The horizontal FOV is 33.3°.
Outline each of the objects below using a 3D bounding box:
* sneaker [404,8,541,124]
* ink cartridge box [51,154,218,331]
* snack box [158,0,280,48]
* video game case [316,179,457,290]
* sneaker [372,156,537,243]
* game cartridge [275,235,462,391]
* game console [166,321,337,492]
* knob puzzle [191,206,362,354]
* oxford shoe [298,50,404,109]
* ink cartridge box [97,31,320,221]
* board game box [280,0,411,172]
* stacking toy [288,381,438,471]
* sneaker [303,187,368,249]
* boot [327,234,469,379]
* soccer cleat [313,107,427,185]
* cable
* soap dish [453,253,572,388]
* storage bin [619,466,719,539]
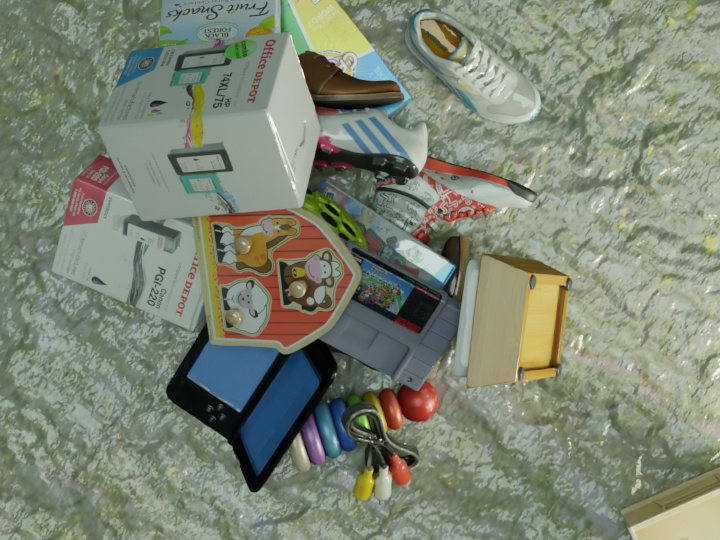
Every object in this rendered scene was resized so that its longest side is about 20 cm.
[{"bbox_3d":[0.140,-0.252,1.508,0.200,0.081,0.077,35,91,-1],"label":"sneaker"},{"bbox_3d":[-0.267,-0.033,1.504,0.200,0.085,0.146,22,118,0],"label":"ink cartridge box"},{"bbox_3d":[-0.170,-0.322,1.479,0.142,0.053,0.200,-5,55,3],"label":"snack box"},{"bbox_3d":[0.000,0.000,1.501,0.200,0.018,0.143,34,96,10],"label":"video game case"},{"bbox_3d":[0.114,-0.080,1.523,0.201,0.067,0.108,16,93,5],"label":"sneaker"},{"bbox_3d":[0.014,0.048,1.442,0.200,0.038,0.130,28,118,-7],"label":"game cartridge"},{"bbox_3d":[-0.140,0.137,1.495,0.176,0.116,0.200,34,104,1],"label":"game console"},{"bbox_3d":[-0.098,0.007,1.411,0.219,0.030,0.220,4,108,14],"label":"knob puzzle"},{"bbox_3d":[-0.044,-0.235,1.481,0.200,0.071,0.071,5,87,3],"label":"oxford shoe"},{"bbox_3d":[-0.165,-0.163,1.376,0.200,0.147,0.146,-4,135,15],"label":"ink cartridge box"},{"bbox_3d":[-0.054,-0.251,1.534,0.153,0.040,0.200,-38,90,3],"label":"board game box"},{"bbox_3d":[0.003,0.189,1.530,0.200,0.085,0.086,-16,91,-2],"label":"stacking toy"},{"bbox_3d":[-0.076,-0.056,1.473,0.200,0.074,0.084,35,120,-1],"label":"sneaker"},{"bbox_3d":[0.040,0.032,1.523,0.166,0.072,0.200,18,96,-1],"label":"boot"},{"bbox_3d":[-0.012,-0.167,1.489,0.200,0.070,0.086,16,65,8],"label":"soccer cleat"},{"bbox_3d":[0.030,0.225,1.492,0.097,0.200,0.050,-19,54,-8],"label":"cable"},{"bbox_3d":[0.189,0.063,1.457,0.081,0.200,0.158,8,92,26],"label":"soap dish"},{"bbox_3d":[0.458,0.364,1.510,0.198,0.094,0.200,-24,90,3],"label":"storage bin"}]
